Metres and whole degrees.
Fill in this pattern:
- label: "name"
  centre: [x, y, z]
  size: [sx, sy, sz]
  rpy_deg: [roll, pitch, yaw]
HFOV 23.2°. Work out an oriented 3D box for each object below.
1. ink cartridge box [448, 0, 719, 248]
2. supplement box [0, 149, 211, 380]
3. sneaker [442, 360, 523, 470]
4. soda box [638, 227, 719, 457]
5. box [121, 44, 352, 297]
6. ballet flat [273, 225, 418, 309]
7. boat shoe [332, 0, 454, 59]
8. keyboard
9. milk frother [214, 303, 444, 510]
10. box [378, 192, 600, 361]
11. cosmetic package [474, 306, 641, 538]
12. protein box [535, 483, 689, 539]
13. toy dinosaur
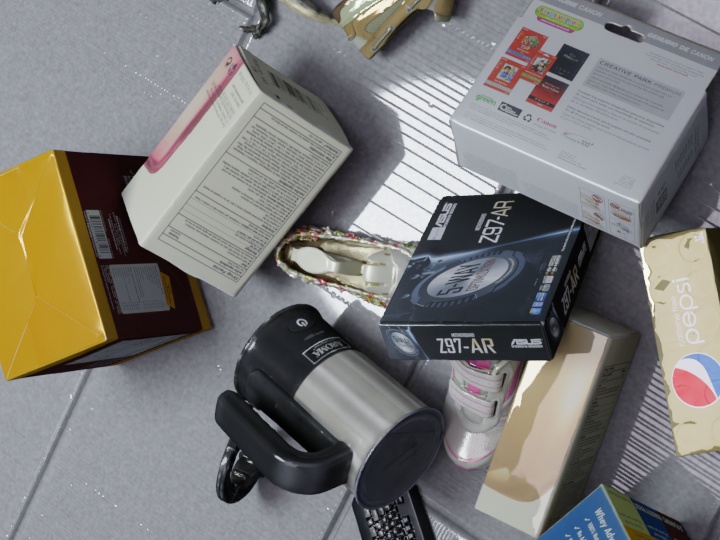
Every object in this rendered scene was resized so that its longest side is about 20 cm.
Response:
- label: "ink cartridge box"
  centre: [0.212, -0.146, 1.613]
  size: [0.199, 0.084, 0.176]
  rpy_deg: [26, 69, 23]
- label: "supplement box"
  centre: [-0.281, -0.008, 1.802]
  size: [0.132, 0.200, 0.199]
  rpy_deg: [-21, 82, 25]
- label: "sneaker"
  centre: [0.117, 0.095, 1.676]
  size: [0.081, 0.088, 0.202]
  rpy_deg: [16, 98, 24]
- label: "soda box"
  centre: [0.309, 0.063, 1.598]
  size: [0.067, 0.064, 0.202]
  rpy_deg: [-11, 87, 25]
- label: "box"
  centre: [-0.125, -0.098, 1.745]
  size: [0.200, 0.127, 0.109]
  rpy_deg: [-50, 35, 15]
- label: "ballet flat"
  centre: [0.000, 0.000, 1.744]
  size: [0.198, 0.064, 0.076]
  rpy_deg: [8, 95, 25]
- label: "boat shoe"
  centre: [0.069, -0.277, 1.712]
  size: [0.199, 0.072, 0.076]
  rpy_deg: [-33, 92, 30]
- label: "keyboard"
  centre: [0.055, 0.309, 1.737]
  size: [0.103, 0.040, 0.202]
  rpy_deg: [-22, 82, 25]
- label: "milk frother"
  centre: [-0.043, 0.175, 1.727]
  size: [0.188, 0.180, 0.201]
  rpy_deg: [39, 151, 33]
- label: "box"
  centre: [0.123, 0.003, 1.620]
  size: [0.159, 0.201, 0.044]
  rpy_deg: [-1, 128, 26]
- label: "cosmetic package"
  centre: [0.185, 0.139, 1.637]
  size: [0.071, 0.105, 0.202]
  rpy_deg: [23, 99, 23]
- label: "protein box"
  centre: [0.218, 0.342, 1.566]
  size: [0.200, 0.135, 0.199]
  rpy_deg: [-43, 45, 20]
- label: "toy dinosaur"
  centre: [-0.108, -0.293, 1.802]
  size: [0.088, 0.047, 0.200]
  rpy_deg: [-46, 76, 12]
